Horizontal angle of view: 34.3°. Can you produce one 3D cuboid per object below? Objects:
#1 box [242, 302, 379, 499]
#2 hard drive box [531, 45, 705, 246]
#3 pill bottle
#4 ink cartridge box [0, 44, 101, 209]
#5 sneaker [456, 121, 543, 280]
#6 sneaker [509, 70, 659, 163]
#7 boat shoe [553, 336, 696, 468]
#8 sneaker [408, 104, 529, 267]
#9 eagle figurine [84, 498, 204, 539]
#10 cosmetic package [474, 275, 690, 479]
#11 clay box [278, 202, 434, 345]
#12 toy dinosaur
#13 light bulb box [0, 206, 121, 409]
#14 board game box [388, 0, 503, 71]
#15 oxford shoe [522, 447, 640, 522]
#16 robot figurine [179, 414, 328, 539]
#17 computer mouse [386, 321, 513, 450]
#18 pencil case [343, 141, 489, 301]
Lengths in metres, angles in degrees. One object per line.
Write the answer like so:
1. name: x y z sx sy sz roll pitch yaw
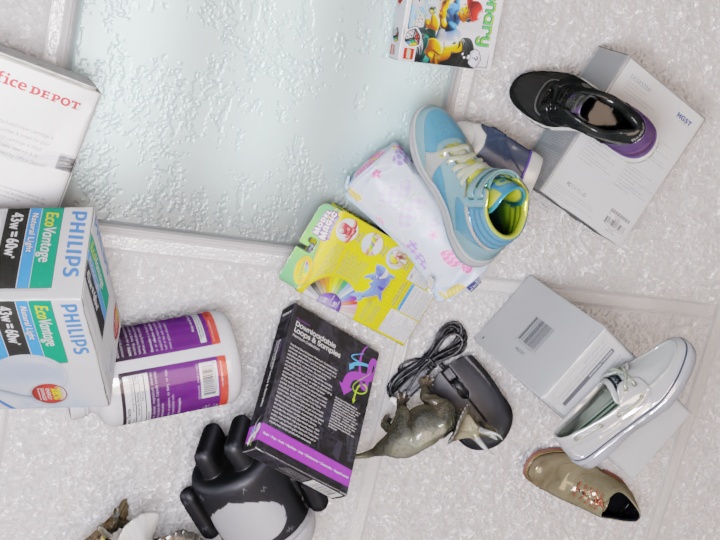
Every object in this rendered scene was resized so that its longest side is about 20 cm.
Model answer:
1. box: -0.057 0.158 1.429 0.143 0.036 0.201 33 55 -27
2. hard drive box: 0.321 -0.158 1.500 0.155 0.077 0.201 31 96 -27
3. pill bottle: -0.245 0.117 1.363 0.199 0.112 0.113 -9 112 -17
4. ink cartridge box: -0.381 -0.131 1.237 0.146 0.083 0.201 19 102 -26
5. sneaker: 0.124 -0.092 1.462 0.146 0.081 0.201 24 118 -5
6. sneaker: 0.261 -0.201 1.395 0.087 0.199 0.076 23 94 -61
7. boat shoe: 0.314 0.149 1.384 0.067 0.074 0.200 40 92 -30
8. sneaker: 0.130 -0.112 1.323 0.079 0.130 0.201 -22 86 -24
9. eagle figurine: -0.250 0.380 1.437 0.152 0.151 0.200 -44 90 13
10. cosmetic package: 0.288 0.136 1.524 0.123 0.199 0.200 -47 118 1
11. clay box: 0.000 0.000 1.451 0.199 0.048 0.115 29 96 -26
12. toy dinosaur: 0.072 0.198 1.484 0.199 0.102 0.077 -16 116 1
13. light bulb box: -0.366 0.043 1.214 0.198 0.125 0.199 -1 141 -2
14. board game box: 0.110 -0.343 1.376 0.125 0.035 0.201 2 108 -22
15. oxford shoe: 0.323 0.309 1.670 0.199 0.075 0.071 21 101 -26
16. robot figurine: -0.134 0.281 1.456 0.125 0.150 0.201 -41 120 -30
17. computer mouse: 0.140 0.178 1.566 0.138 0.053 0.200 -44 118 -2
18. pencil case: 0.070 -0.057 1.407 0.091 0.083 0.200 -40 98 11
